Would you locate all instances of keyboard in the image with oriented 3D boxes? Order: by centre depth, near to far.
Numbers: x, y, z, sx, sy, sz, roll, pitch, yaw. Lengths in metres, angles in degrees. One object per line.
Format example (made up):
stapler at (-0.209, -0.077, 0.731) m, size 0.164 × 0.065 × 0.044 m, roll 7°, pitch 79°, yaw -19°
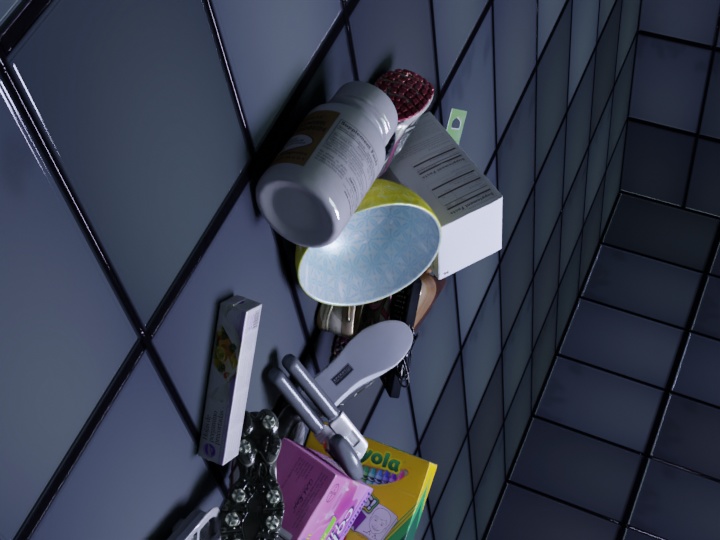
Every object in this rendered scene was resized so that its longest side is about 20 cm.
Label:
keyboard at (0.050, 0.092, 1.637) m, size 0.104 × 0.039 × 0.203 m, roll -129°, pitch -136°, yaw -58°

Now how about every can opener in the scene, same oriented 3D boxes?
can opener at (-0.050, 0.198, 1.490) m, size 0.053 × 0.066 × 0.201 m, roll -41°, pitch 114°, yaw -11°

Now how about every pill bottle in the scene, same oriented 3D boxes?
pill bottle at (-0.033, -0.134, 1.317) m, size 0.115 × 0.113 × 0.201 m, roll 85°, pitch 28°, yaw -47°

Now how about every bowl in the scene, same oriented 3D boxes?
bowl at (-0.002, -0.058, 1.445) m, size 0.201 × 0.197 × 0.109 m, roll 77°, pitch -8°, yaw -55°

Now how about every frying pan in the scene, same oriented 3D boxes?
frying pan at (-0.117, 0.242, 1.533) m, size 0.190 × 0.030 × 0.117 m, roll 37°, pitch 70°, yaw -73°

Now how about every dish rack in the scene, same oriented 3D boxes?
dish rack at (-0.234, 0.389, 1.304) m, size 0.200 × 0.043 × 0.174 m, roll -47°, pitch 149°, yaw -52°

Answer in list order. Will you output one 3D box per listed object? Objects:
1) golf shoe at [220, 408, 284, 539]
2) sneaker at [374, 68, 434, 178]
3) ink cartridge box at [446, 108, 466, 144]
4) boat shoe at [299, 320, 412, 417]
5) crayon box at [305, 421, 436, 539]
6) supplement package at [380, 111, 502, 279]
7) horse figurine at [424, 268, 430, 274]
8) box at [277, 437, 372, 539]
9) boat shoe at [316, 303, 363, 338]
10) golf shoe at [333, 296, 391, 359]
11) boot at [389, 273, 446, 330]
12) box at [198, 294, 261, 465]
golf shoe at (-0.133, 0.279, 1.384) m, size 0.088 × 0.076 × 0.203 m, roll 106°, pitch -11°, yaw -63°
sneaker at (0.032, -0.199, 1.516) m, size 0.201 × 0.080 × 0.075 m, roll -54°, pitch 169°, yaw -27°
ink cartridge box at (0.109, -0.167, 1.765) m, size 0.104 × 0.058 × 0.203 m, roll -12°, pitch 118°, yaw -69°
boat shoe at (-0.011, 0.142, 1.571) m, size 0.199 × 0.069 × 0.057 m, roll -36°, pitch 169°, yaw -13°
crayon box at (-0.005, 0.341, 1.661) m, size 0.175 × 0.197 × 0.058 m, roll -71°, pitch 160°, yaw -5°
supplement package at (0.105, -0.108, 1.559) m, size 0.108 × 0.201 × 0.115 m, roll -25°, pitch 144°, yaw -14°
horse figurine at (0.096, -0.022, 1.801) m, size 0.132 × 0.050 × 0.200 m, roll -43°, pitch 162°, yaw 10°
box at (-0.088, 0.348, 1.542) m, size 0.177 × 0.096 × 0.200 m, roll -58°, pitch 159°, yaw -6°
boat shoe at (0.000, 0.000, 1.594) m, size 0.072 × 0.064 × 0.203 m, roll 50°, pitch 59°, yaw -67°
golf shoe at (0.014, 0.078, 1.688) m, size 0.092 × 0.072 × 0.203 m, roll -10°, pitch 115°, yaw -70°
boot at (0.069, 0.093, 1.807) m, size 0.201 × 0.072 × 0.166 m, roll -56°, pitch 166°, yaw 12°
box at (-0.156, 0.131, 1.309) m, size 0.041 × 0.038 × 0.203 m, roll -27°, pitch 131°, yaw -62°
